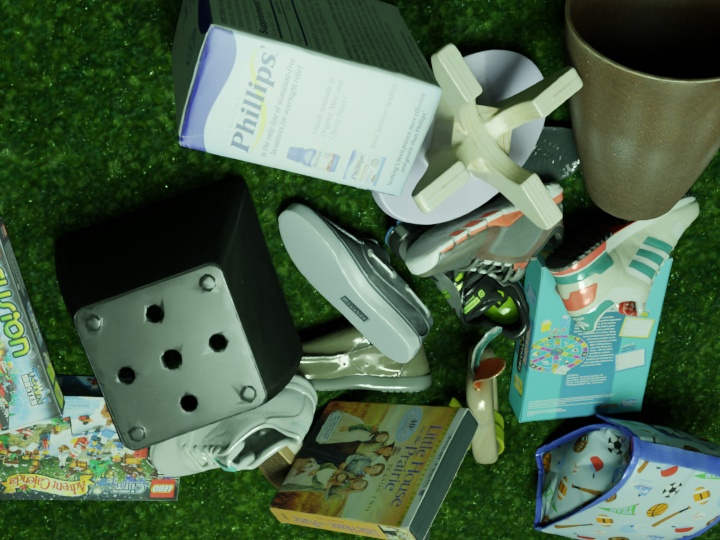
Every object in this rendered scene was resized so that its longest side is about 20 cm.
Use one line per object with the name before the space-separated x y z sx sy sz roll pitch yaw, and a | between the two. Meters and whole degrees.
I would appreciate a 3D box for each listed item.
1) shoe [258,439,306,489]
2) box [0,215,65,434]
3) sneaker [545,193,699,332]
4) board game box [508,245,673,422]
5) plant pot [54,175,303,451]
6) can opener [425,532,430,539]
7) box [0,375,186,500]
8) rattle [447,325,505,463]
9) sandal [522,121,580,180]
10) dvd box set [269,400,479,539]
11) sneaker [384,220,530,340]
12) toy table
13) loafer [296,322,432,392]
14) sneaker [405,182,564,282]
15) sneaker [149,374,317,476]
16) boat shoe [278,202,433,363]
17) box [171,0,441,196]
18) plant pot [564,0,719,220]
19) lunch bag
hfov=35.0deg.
shoe | -0.114 0.156 1.234 0.069 0.054 0.201 -11 124 36
box | -0.367 0.059 1.097 0.108 0.035 0.203 -15 110 -4
sneaker | 0.276 -0.008 1.169 0.198 0.070 0.095 -28 105 -28
board game box | 0.250 0.068 1.262 0.148 0.047 0.203 -3 121 -11
plant pot | -0.168 0.054 1.051 0.196 0.178 0.203 -19 107 0
can opener | 0.024 0.253 1.312 0.067 0.052 0.202 -50 132 -28
box | -0.286 0.179 1.211 0.196 0.038 0.139 3 119 -15
rattle | 0.088 0.127 1.204 0.140 0.132 0.200 12 165 16
sandal | 0.131 -0.115 1.124 0.196 0.048 0.077 -4 121 -11
dvd box set | 0.012 0.201 1.171 0.198 0.147 0.030 -3 135 44
sneaker | 0.108 0.004 1.170 0.199 0.083 0.071 37 107 -28
toy table | 0.106 -0.122 1.028 0.184 0.117 0.201 42 83 -18
loafer | -0.020 0.089 1.209 0.196 0.075 0.071 3 90 -13
sneaker | 0.134 -0.022 1.119 0.198 0.077 0.083 -24 102 -28
sneaker | -0.137 0.173 1.151 0.198 0.089 0.076 -25 121 21
boat shoe | 0.000 0.000 1.154 0.200 0.068 0.071 46 147 -11
box | -0.054 -0.170 0.970 0.196 0.185 0.106 12 119 -19
plant pot | 0.270 -0.153 1.074 0.183 0.189 0.202 -8 136 -8
lunch bag | 0.317 0.237 1.301 0.167 0.126 0.200 14 151 -20
